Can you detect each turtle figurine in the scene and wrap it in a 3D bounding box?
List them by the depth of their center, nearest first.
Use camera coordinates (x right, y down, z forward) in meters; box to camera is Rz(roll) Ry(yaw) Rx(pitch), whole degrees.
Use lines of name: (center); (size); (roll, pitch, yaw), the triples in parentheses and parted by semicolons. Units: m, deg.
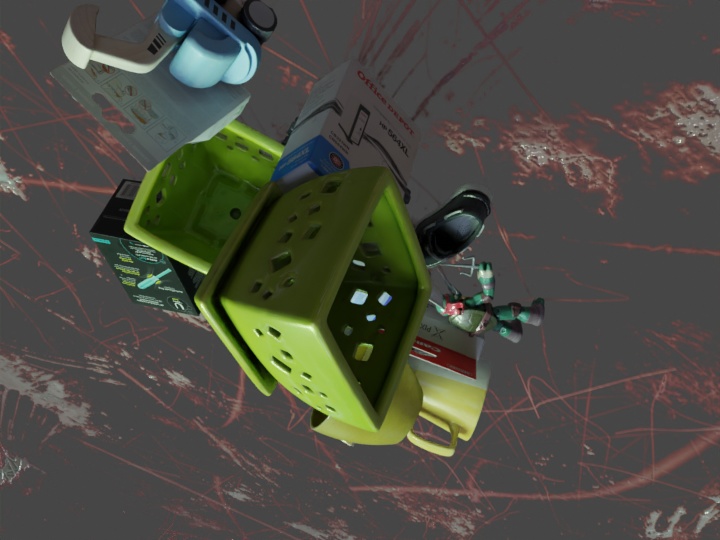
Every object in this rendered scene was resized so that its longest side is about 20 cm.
turtle figurine: (0.186, 0.055, 1.106); (0.195, 0.104, 0.149); (19, 161, -17)

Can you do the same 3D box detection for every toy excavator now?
toy excavator: (-0.213, -0.267, 0.801); (0.193, 0.204, 0.099); (36, 142, -22)

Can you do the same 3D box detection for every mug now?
mug: (0.147, 0.220, 1.269); (0.149, 0.187, 0.153); (19, 108, 4)

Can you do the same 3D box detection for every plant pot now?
plant pot: (-0.050, 0.026, 0.751); (0.177, 0.202, 0.202); (5, 142, 29)
plant pot: (-0.195, -0.092, 1.005); (0.196, 0.203, 0.182); (26, 173, -1)
plant pot: (0.023, 0.211, 1.173); (0.140, 0.203, 0.200); (32, 143, -9)

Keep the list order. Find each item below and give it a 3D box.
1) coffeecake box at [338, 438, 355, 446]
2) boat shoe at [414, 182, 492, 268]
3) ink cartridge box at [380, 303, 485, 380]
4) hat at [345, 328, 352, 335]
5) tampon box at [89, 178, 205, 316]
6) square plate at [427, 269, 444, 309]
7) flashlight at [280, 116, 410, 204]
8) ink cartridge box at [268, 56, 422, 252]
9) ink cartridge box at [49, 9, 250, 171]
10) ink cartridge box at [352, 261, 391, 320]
coffeecake box: (-0.007, 0.255, 1.352); (0.072, 0.156, 0.200); (28, 168, 8)
boat shoe: (0.124, -0.052, 1.029); (0.074, 0.061, 0.201); (24, 144, -6)
ink cartridge box: (0.107, 0.096, 1.138); (0.195, 0.176, 0.046); (21, 104, 5)
hat: (-0.055, 0.061, 1.223); (0.198, 0.080, 0.207); (20, 118, 41)
tampon box: (-0.353, -0.038, 1.233); (0.145, 0.129, 0.203); (9, 144, 16)
square plate: (0.027, -0.043, 1.006); (0.198, 0.199, 0.029); (34, 102, -28)
flashlight: (-0.022, -0.139, 0.994); (0.197, 0.068, 0.068); (32, 117, -9)
ink cartridge box: (-0.012, -0.140, 0.865); (0.083, 0.204, 0.145); (-23, 128, 41)
ink cartridge box: (-0.253, -0.217, 0.856); (0.161, 0.201, 0.050); (43, 142, -4)
ink cartridge box: (0.000, 0.000, 1.082); (0.197, 0.138, 0.077); (30, 115, -14)
